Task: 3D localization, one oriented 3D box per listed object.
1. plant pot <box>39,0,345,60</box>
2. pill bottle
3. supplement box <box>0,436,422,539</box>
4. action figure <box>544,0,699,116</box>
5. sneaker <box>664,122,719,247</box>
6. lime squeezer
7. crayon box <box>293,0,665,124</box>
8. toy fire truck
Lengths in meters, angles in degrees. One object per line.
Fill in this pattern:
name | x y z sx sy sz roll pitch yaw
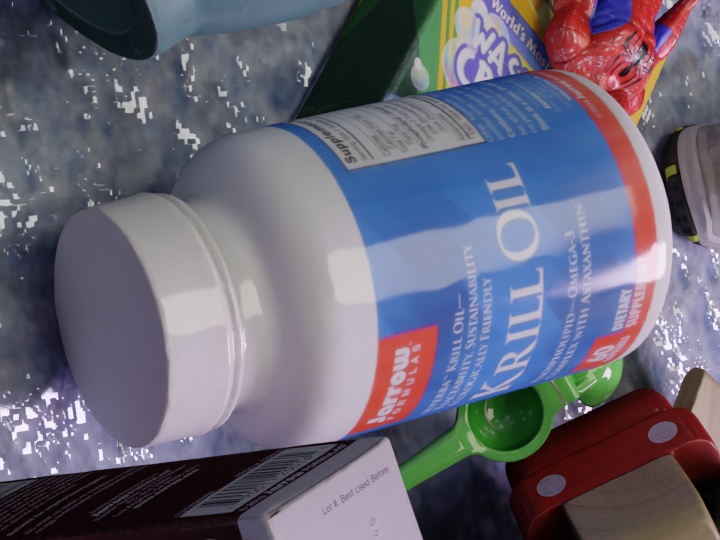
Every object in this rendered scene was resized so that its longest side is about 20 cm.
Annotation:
plant pot | -0.062 -0.155 0.885 0.134 0.200 0.200 -45 119 -16
pill bottle | 0.000 0.000 0.940 0.200 0.112 0.113 -15 93 -30
supplement box | -0.067 0.116 0.788 0.061 0.200 0.109 -30 104 -48
action figure | 0.115 -0.131 1.107 0.065 0.052 0.200 43 54 -41
sneaker | 0.224 -0.045 1.275 0.200 0.076 0.076 -13 90 -52
lime squeezer | 0.056 0.048 1.034 0.200 0.071 0.038 -33 108 -40
crayon box | 0.058 -0.085 1.103 0.126 0.051 0.200 52 46 -30
toy fire truck | 0.123 0.107 1.093 0.200 0.128 0.176 -118 -177 -54
